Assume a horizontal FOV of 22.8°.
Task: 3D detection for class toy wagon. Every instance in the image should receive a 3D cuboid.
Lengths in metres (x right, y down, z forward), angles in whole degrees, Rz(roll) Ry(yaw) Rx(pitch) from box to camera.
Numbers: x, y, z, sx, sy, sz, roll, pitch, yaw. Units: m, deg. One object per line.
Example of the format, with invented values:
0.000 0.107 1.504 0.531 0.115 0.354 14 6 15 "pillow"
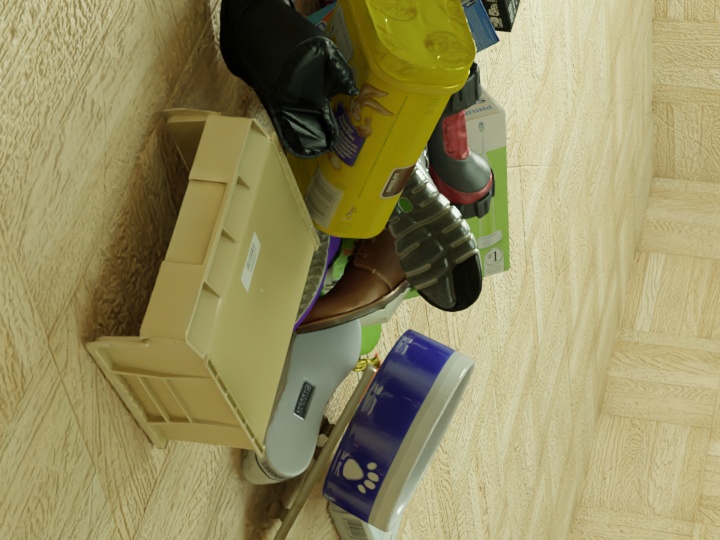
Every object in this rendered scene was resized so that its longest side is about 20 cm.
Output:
0.000 0.000 1.761 0.155 0.039 0.201 -7 106 -43 "toy wagon"

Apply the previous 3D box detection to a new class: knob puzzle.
-0.039 0.166 1.703 0.221 0.030 0.220 -61 178 -4 "knob puzzle"

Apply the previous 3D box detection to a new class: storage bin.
-0.116 0.012 1.363 0.199 0.093 0.201 68 33 -59 "storage bin"

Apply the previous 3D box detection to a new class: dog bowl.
0.040 0.165 1.846 0.201 0.078 0.200 -61 171 -16 "dog bowl"

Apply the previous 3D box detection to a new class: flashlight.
0.095 -0.130 1.715 0.068 0.068 0.201 -34 148 -19 "flashlight"

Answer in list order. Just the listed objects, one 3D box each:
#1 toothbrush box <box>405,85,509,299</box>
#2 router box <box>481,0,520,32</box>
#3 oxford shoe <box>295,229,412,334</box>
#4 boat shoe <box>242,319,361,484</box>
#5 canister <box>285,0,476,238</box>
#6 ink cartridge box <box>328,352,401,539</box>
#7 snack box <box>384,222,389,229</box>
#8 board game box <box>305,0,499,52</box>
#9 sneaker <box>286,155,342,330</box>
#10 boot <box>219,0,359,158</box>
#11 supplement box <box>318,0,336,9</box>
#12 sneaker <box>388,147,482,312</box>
0.074 -0.083 1.868 0.086 0.145 0.201 -124 -158 -50 "toothbrush box"
0.075 -0.324 1.793 0.200 0.149 0.062 66 36 -60 "router box"
0.005 0.002 1.664 0.200 0.071 0.072 -31 101 -39 "oxford shoe"
-0.060 0.113 1.665 0.071 0.070 0.201 34 54 -21 "boat shoe"
0.009 -0.142 1.436 0.200 0.086 0.149 117 -33 -44 "canister"
0.023 0.219 2.022 0.160 0.047 0.201 71 32 -56 "ink cartridge box"
0.015 -0.079 1.717 0.200 0.024 0.072 50 57 -29 "snack box"
0.014 -0.197 1.565 0.045 0.199 0.152 64 6 18 "board game box"
-0.051 -0.013 1.616 0.100 0.069 0.201 77 29 -63 "sneaker"
-0.057 -0.205 1.361 0.168 0.076 0.201 -128 -146 -51 "boot"
0.025 -0.260 1.695 0.200 0.102 0.132 72 19 -56 "supplement box"
0.058 -0.066 1.649 0.201 0.075 0.116 60 19 -17 "sneaker"
